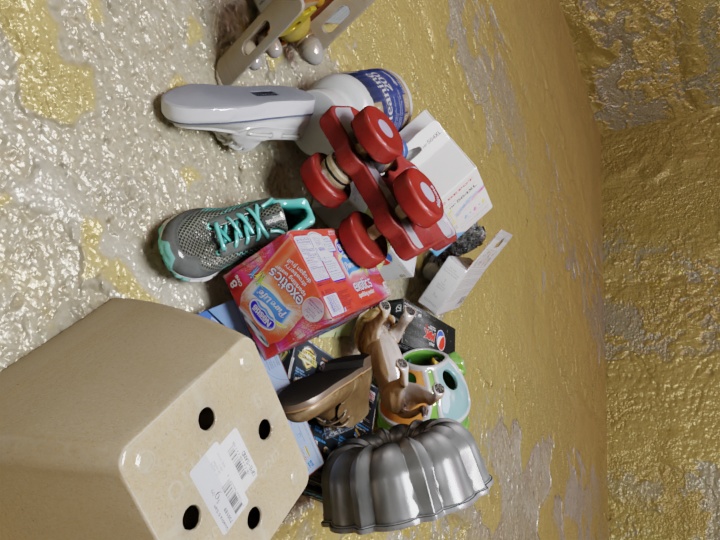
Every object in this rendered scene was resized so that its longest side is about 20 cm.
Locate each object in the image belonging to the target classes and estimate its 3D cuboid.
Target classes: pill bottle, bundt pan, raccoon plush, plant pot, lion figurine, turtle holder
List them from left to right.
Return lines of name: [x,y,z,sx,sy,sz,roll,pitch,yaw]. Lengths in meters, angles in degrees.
plant pot: [-0.157,0.145,0.448,0.200,0.174,0.203,-46,122,-53]
pill bottle: [-0.012,-0.218,0.826,0.199,0.109,0.113,-36,114,-55]
lion figurine: [0.039,0.123,0.770,0.071,0.123,0.203,8,48,-21]
bundt pan: [0.043,0.219,0.663,0.200,0.199,0.078,-4,77,-58]
turtle holder: [0.109,0.189,0.884,0.182,0.140,0.135,-6,103,-26]
raccoon plush: [0.164,-0.091,1.116,0.136,0.095,0.200,63,36,-15]

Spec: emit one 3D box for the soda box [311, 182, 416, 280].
soda box: [0.013,-0.064,0.875,0.200,0.067,0.065,47,46,-43]

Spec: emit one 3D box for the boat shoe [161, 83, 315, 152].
boat shoe: [-0.130,-0.165,0.662,0.198,0.073,0.066,-15,132,-43]

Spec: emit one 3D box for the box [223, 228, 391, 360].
box: [-0.051,0.018,0.674,0.101,0.094,0.199,62,20,5]

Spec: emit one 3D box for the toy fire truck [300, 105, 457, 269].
toy fire truck: [0.033,-0.105,0.713,0.202,0.111,0.167,58,29,5]

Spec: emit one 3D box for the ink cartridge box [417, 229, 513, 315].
ink cartridge box: [0.190,-0.008,1.043,0.178,0.044,0.199,-55,164,12]

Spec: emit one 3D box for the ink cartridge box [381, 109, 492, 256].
ink cartridge box: [0.104,-0.129,0.903,0.126,0.128,0.200,52,8,22]

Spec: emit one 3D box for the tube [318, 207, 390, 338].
tube: [0.000,0.000,0.802,0.057,0.052,0.204,18,102,-18]

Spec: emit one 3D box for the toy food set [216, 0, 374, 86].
toy food set: [-0.068,-0.285,0.708,0.061,0.142,0.200,54,37,-9]

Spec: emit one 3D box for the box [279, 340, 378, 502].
box: [-0.053,0.191,0.732,0.200,0.045,0.162,42,49,-47]

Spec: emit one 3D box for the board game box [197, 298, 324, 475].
board game box: [-0.114,0.133,0.611,0.102,0.019,0.204,-22,89,-49]

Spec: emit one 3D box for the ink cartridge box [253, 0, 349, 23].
ink cartridge box: [-0.042,-0.402,0.772,0.199,0.144,0.084,-34,97,-56]

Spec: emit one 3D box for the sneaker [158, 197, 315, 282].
sneaker: [-0.122,-0.046,0.622,0.199,0.090,0.079,-27,93,-57]

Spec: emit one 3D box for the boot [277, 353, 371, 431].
boot: [-0.028,0.145,0.653,0.199,0.072,0.077,-4,87,-70]

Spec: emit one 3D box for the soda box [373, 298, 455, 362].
soda box: [0.089,0.108,0.968,0.199,0.062,0.072,30,59,-52]
